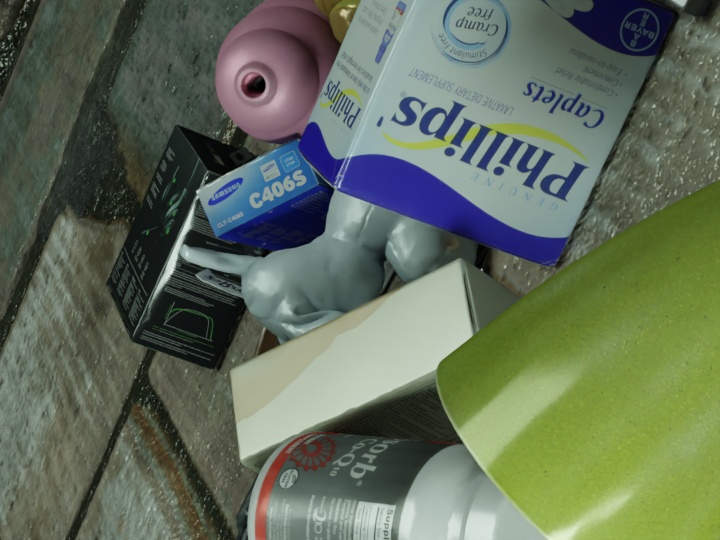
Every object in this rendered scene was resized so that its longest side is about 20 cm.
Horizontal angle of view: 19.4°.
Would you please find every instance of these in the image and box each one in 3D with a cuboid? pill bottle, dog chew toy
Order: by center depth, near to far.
[{"bbox_3d":[0.035,0.165,1.342,0.200,0.116,0.116,1,70,41],"label":"pill bottle"},{"bbox_3d":[-0.056,-0.153,1.640,0.125,0.124,0.200,-64,-7,14],"label":"dog chew toy"}]

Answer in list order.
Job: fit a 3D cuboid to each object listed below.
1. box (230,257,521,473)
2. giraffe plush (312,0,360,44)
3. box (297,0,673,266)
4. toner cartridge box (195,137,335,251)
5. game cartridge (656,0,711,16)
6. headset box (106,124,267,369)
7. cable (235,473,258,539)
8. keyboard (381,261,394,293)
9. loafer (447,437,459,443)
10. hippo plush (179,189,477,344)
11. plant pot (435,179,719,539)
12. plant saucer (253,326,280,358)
[{"bbox_3d":[0.018,0.077,1.447,0.200,0.095,0.078,-26,55,25],"label":"box"},{"bbox_3d":[0.081,-0.223,1.628,0.162,0.173,0.200,-47,-12,21],"label":"giraffe plush"},{"bbox_3d":[0.085,-0.129,1.455,0.200,0.184,0.105,-66,23,12],"label":"box"},{"bbox_3d":[-0.051,-0.057,1.702,0.095,0.200,0.043,-28,79,13],"label":"toner cartridge box"},{"bbox_3d":[0.185,-0.270,1.426,0.200,0.038,0.130,41,117,35],"label":"game cartridge"},{"bbox_3d":[-0.162,-0.032,2.085,0.200,0.093,0.174,-66,21,11],"label":"headset box"},{"bbox_3d":[-0.066,0.246,1.691,0.200,0.051,0.163,-62,28,14],"label":"cable"},{"bbox_3d":[0.010,0.008,1.757,0.200,0.011,0.056,-62,18,20],"label":"keyboard"},{"bbox_3d":[0.021,0.147,1.544,0.200,0.072,0.063,-58,7,14],"label":"loafer"},{"bbox_3d":[0.000,0.000,1.610,0.161,0.200,0.159,-52,-13,-7],"label":"hippo plush"},{"bbox_3d":[0.176,0.046,1.131,0.200,0.187,0.187,-47,28,16],"label":"plant pot"},{"bbox_3d":[-0.048,0.056,1.801,0.200,0.034,0.200,-57,21,35],"label":"plant saucer"}]
